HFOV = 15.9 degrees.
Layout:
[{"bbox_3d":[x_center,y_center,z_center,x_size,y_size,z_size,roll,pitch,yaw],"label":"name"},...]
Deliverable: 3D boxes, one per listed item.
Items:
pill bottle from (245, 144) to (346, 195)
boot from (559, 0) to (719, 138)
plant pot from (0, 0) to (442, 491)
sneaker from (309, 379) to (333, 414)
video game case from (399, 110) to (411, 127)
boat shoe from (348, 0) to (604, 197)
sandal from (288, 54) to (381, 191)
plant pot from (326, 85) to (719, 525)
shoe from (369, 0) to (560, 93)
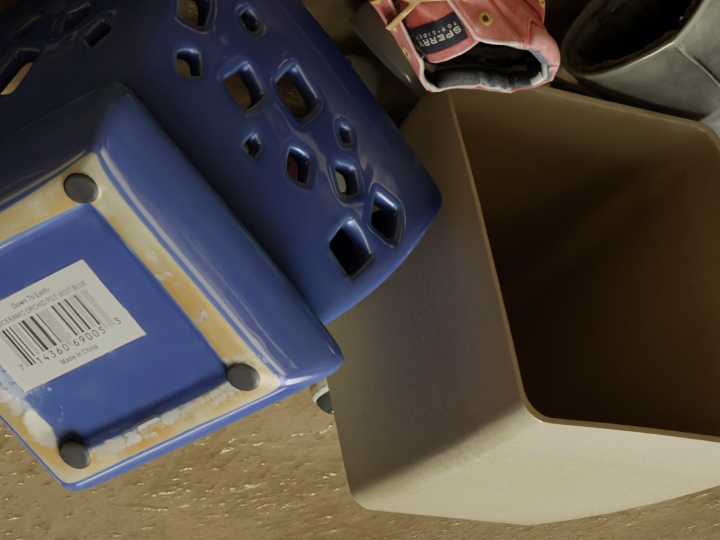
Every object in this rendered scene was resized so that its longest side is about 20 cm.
[{"bbox_3d":[0.000,0.000,1.511,0.200,0.112,0.112,15,149,-28],"label":"pill bottle"},{"bbox_3d":[0.223,-0.123,1.427,0.182,0.073,0.200,-37,138,9],"label":"boot"},{"bbox_3d":[-0.108,-0.023,1.225,0.200,0.180,0.200,-25,115,31],"label":"plant pot"},{"bbox_3d":[0.061,0.101,1.900,0.200,0.088,0.076,0,159,-23],"label":"sneaker"},{"bbox_3d":[0.116,-0.029,1.537,0.200,0.018,0.143,20,160,6],"label":"video game case"},{"bbox_3d":[0.072,-0.105,1.387,0.066,0.072,0.200,-50,133,8],"label":"boat shoe"},{"bbox_3d":[-0.047,-0.026,1.382,0.050,0.203,0.082,25,164,-15],"label":"sandal"},{"bbox_3d":[0.086,0.035,1.369,0.200,0.200,0.177,9,147,-37],"label":"plant pot"},{"bbox_3d":[0.028,-0.145,1.213,0.071,0.091,0.200,-24,156,31],"label":"shoe"}]
